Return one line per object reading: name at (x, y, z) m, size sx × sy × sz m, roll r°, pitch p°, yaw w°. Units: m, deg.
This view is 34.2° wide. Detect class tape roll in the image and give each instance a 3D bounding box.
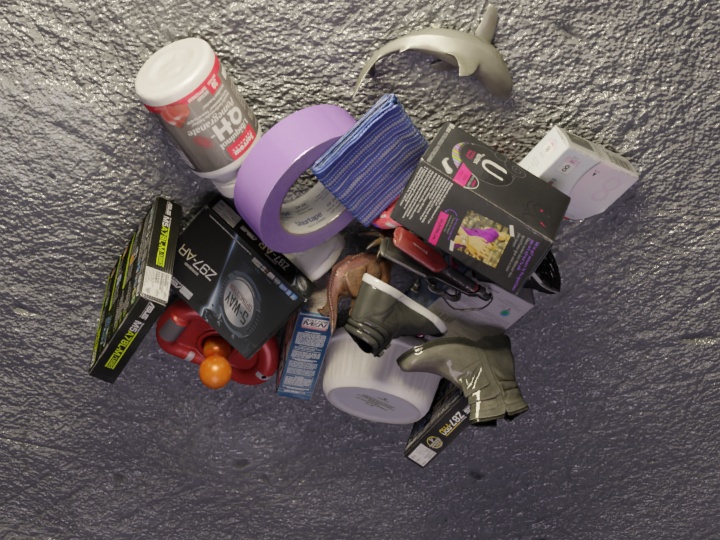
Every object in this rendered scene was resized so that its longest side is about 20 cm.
tape roll at (-0.068, -0.119, 1.548) m, size 0.199 × 0.066 × 0.201 m, roll -31°, pitch 149°, yaw -21°

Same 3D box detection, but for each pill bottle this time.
pill bottle at (-0.195, -0.190, 1.511) m, size 0.110 × 0.111 × 0.201 m, roll -18°, pitch 134°, yaw 16°

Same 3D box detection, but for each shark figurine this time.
shark figurine at (0.101, -0.263, 1.467) m, size 0.212 × 0.090 × 0.129 m, roll 4°, pitch 134°, yaw -8°

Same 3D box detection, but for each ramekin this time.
ramekin at (0.031, 0.171, 1.851) m, size 0.200 × 0.095 × 0.203 m, roll 11°, pitch 155°, yaw 5°

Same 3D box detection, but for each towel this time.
towel at (0.024, -0.140, 1.544) m, size 0.145 × 0.024 × 0.200 m, roll -43°, pitch 152°, yaw 3°

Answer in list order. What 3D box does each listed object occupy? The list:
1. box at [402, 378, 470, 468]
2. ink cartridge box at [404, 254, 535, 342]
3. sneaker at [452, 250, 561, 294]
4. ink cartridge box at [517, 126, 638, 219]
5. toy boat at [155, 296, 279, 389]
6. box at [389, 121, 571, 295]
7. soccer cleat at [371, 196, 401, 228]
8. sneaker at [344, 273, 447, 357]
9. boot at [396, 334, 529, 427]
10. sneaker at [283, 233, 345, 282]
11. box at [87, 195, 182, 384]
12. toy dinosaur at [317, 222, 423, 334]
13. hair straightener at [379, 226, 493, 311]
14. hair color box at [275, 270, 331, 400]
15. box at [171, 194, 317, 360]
box at (0.153, 0.206, 1.892) m, size 0.049 × 0.162 × 0.200 m, roll 32°, pitch 128°, yaw -8°
ink cartridge box at (0.150, 0.058, 1.802) m, size 0.136 × 0.077 × 0.200 m, roll 26°, pitch 128°, yaw -25°
sneaker at (0.209, -0.013, 1.690) m, size 0.087 × 0.076 × 0.199 m, roll -25°, pitch 142°, yaw 36°
ink cartridge box at (0.264, -0.098, 1.629) m, size 0.162 × 0.057 × 0.200 m, roll 15°, pitch 126°, yaw -40°
toy boat at (-0.221, 0.128, 1.821) m, size 0.199 × 0.132 × 0.131 m, roll 24°, pitch 131°, yaw -24°
box at (0.158, -0.083, 1.528) m, size 0.199 × 0.122 × 0.106 m, roll 32°, pitch 128°, yaw 1°
soccer cleat at (0.111, -0.093, 1.651) m, size 0.198 × 0.067 × 0.077 m, roll -22°, pitch 129°, yaw 11°
sneaker at (0.046, 0.082, 1.683) m, size 0.200 × 0.070 × 0.100 m, roll 31°, pitch 89°, yaw -48°
boot at (0.157, 0.168, 1.734) m, size 0.198 × 0.132 × 0.068 m, roll -3°, pitch 159°, yaw -25°
sneaker at (-0.120, -0.019, 1.724) m, size 0.199 × 0.076 × 0.089 m, roll -24°, pitch 119°, yaw 22°
box at (-0.320, 0.027, 1.665) m, size 0.047 × 0.201 × 0.194 m, roll 21°, pitch 131°, yaw -20°
toy dinosaur at (0.000, 0.000, 1.692) m, size 0.085 × 0.200 × 0.136 m, roll 31°, pitch 139°, yaw 24°
hair straightener at (0.108, 0.006, 1.687) m, size 0.199 × 0.041 × 0.077 m, roll 27°, pitch 143°, yaw -24°
hair color box at (-0.084, 0.099, 1.819) m, size 0.060 × 0.101 × 0.201 m, roll 10°, pitch 134°, yaw -10°
box at (-0.186, 0.011, 1.707) m, size 0.200 × 0.044 × 0.160 m, roll 44°, pitch 124°, yaw -5°
